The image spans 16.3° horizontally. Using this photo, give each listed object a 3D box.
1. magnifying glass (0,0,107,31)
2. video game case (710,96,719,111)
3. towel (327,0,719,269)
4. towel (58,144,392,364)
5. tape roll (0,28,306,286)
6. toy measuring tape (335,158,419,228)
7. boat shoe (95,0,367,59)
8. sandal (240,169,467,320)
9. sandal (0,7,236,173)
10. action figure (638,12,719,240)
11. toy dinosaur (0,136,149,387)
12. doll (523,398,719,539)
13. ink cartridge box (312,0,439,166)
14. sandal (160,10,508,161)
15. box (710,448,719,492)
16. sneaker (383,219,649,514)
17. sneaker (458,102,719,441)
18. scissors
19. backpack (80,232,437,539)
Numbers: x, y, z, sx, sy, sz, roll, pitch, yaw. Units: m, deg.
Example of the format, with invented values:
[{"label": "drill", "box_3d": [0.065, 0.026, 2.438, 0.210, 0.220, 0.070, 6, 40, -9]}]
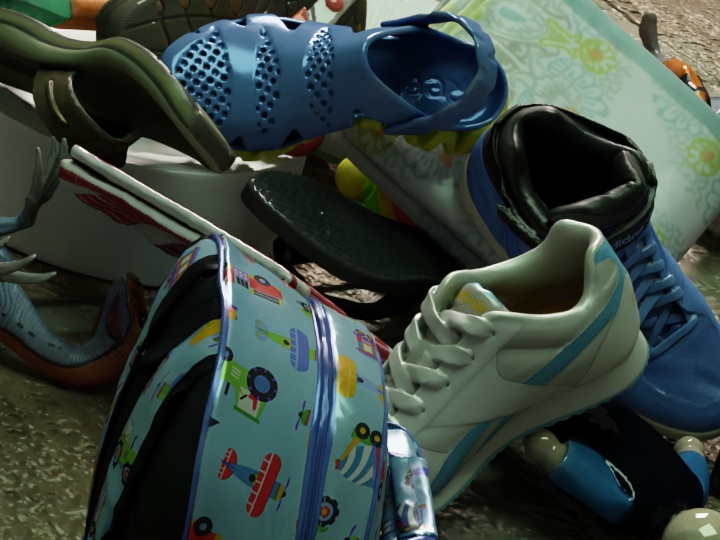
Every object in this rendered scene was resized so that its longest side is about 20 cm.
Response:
[{"label": "magnifying glass", "box_3d": [-0.179, -0.141, 1.363, 0.079, 0.023, 0.200, -17, -7, 39]}, {"label": "video game case", "box_3d": [0.299, -0.082, 1.734, 0.199, 0.019, 0.143, -3, 31, -37]}, {"label": "towel", "box_3d": [0.100, -0.069, 1.401, 0.200, 0.048, 0.171, 42, 64, 4]}, {"label": "towel", "box_3d": [-0.051, 0.008, 1.215, 0.144, 0.023, 0.200, 29, -5, 27]}, {"label": "tape roll", "box_3d": [-0.131, -0.069, 1.386, 0.201, 0.071, 0.203, 13, 26, -7]}, {"label": "toy measuring tape", "box_3d": [0.080, -0.031, 1.429, 0.199, 0.074, 0.074, 21, 25, 12]}, {"label": "boat shoe", "box_3d": [-0.080, -0.139, 1.408, 0.073, 0.075, 0.199, 16, 18, 37]}, {"label": "sandal", "box_3d": [0.001, 0.001, 1.321, 0.200, 0.048, 0.075, 22, 24, -53]}, {"label": "sandal", "box_3d": [-0.136, -0.079, 1.257, 0.200, 0.057, 0.080, 19, -22, 42]}, {"label": "action figure", "box_3d": [0.237, -0.085, 1.608, 0.200, 0.105, 0.193, -35, 56, -28]}, {"label": "toy dinosaur", "box_3d": [-0.192, -0.010, 1.224, 0.182, 0.200, 0.105, 54, 47, -9]}, {"label": "doll", "box_3d": [0.119, 0.087, 1.238, 0.136, 0.049, 0.200, 10, 24, -43]}, {"label": "ink cartridge box", "box_3d": [0.007, -0.117, 1.515, 0.199, 0.059, 0.104, 25, 57, -2]}, {"label": "sandal", "box_3d": [-0.009, -0.103, 1.308, 0.199, 0.080, 0.087, -5, -10, -16]}, {"label": "box", "box_3d": [0.253, 0.022, 1.324, 0.049, 0.160, 0.200, 25, 25, 17]}, {"label": "sneaker", "box_3d": [0.040, 0.050, 1.166, 0.200, 0.081, 0.076, -32, 39, -17]}, {"label": "sneaker", "box_3d": [0.131, -0.001, 1.289, 0.077, 0.111, 0.200, -36, 82, -14]}, {"label": "scissors", "box_3d": [-0.027, -0.143, 1.386, 0.073, 0.014, 0.201, 27, 57, -4]}, {"label": "backpack", "box_3d": [-0.038, 0.096, 0.948, 0.134, 0.201, 0.183, 12, 24, -9]}]
